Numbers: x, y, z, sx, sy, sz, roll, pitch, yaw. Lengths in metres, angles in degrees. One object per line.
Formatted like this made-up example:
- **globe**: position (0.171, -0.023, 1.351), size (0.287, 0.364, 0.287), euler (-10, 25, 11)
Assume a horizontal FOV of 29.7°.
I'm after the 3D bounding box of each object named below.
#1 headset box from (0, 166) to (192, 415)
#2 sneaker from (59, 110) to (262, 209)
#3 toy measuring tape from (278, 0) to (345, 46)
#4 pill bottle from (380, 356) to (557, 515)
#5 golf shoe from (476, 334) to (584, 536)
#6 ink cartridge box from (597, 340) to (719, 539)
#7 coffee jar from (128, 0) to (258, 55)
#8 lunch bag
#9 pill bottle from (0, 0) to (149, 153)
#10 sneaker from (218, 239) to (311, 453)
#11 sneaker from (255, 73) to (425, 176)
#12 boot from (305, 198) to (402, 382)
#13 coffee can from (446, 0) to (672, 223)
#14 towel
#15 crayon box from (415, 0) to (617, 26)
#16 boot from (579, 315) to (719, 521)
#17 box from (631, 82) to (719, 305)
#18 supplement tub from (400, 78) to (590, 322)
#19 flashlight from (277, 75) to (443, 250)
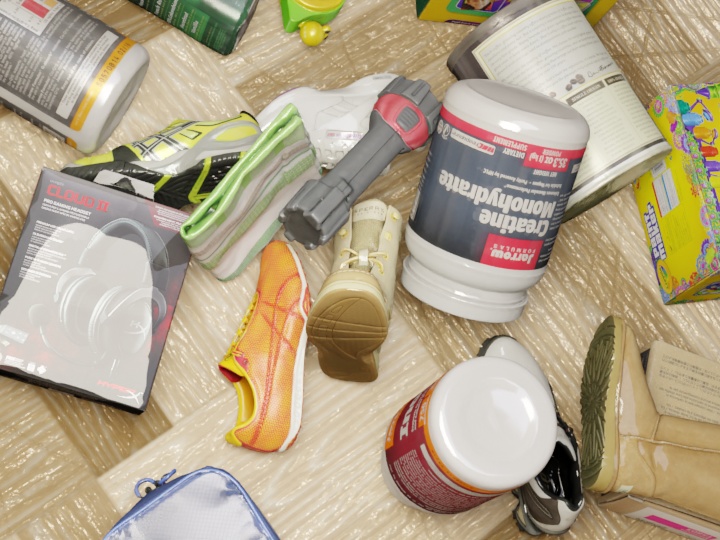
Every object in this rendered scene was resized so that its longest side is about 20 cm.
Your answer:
- **headset box**: position (-0.234, 0.011, 1.199), size (0.148, 0.077, 0.201), euler (18, 78, -11)
- **sneaker**: position (-0.181, -0.098, 1.265), size (0.199, 0.076, 0.077), euler (-7, 50, 1)
- **toy measuring tape**: position (-0.053, -0.322, 1.396), size (0.073, 0.074, 0.201), euler (-3, 72, -18)
- **pill bottle**: position (0.085, 0.153, 1.194), size (0.113, 0.200, 0.113), euler (6, 69, -15)
- **golf shoe**: position (0.170, 0.147, 1.283), size (0.078, 0.095, 0.200), euler (-12, 73, -20)
- **ink cartridge box**: position (0.348, 0.181, 1.336), size (0.200, 0.075, 0.165), euler (21, 68, -10)
- **coffee jar**: position (-0.194, -0.300, 1.334), size (0.200, 0.085, 0.104), euler (25, 66, -7)
- **lunch bag**: position (-0.127, 0.256, 1.132), size (0.136, 0.132, 0.200), euler (-32, 83, -9)
- **pill bottle**: position (-0.305, -0.203, 1.248), size (0.200, 0.116, 0.117), euler (31, 65, -5)
- **sneaker**: position (-0.088, 0.064, 1.242), size (0.077, 0.073, 0.201), euler (9, 68, -18)
- **sneaker**: position (-0.024, -0.132, 1.324), size (0.200, 0.075, 0.100), euler (-18, 64, -22)
- **boot**: position (0.000, 0.000, 1.228), size (0.073, 0.200, 0.156), euler (7, 66, 6)
- **coffee can**: position (0.200, -0.166, 1.375), size (0.146, 0.146, 0.200), euler (-28, 81, -24)
- **towel**: position (-0.090, -0.060, 1.198), size (0.031, 0.200, 0.149), euler (38, 84, 8)
- **crayon box**: position (0.177, -0.315, 1.407), size (0.199, 0.173, 0.058), euler (3, 70, -17)
- **boot**: position (0.305, 0.146, 1.265), size (0.199, 0.066, 0.176), euler (13, 72, -14)
- **box**: position (0.403, -0.083, 1.422), size (0.192, 0.122, 0.201), euler (-4, 72, -19)
- **supplement tub**: position (0.122, -0.067, 1.272), size (0.140, 0.140, 0.200), euler (11, 110, -13)
- **flashlight**: position (0.000, -0.098, 1.251), size (0.068, 0.068, 0.200), euler (20, 54, 32)
